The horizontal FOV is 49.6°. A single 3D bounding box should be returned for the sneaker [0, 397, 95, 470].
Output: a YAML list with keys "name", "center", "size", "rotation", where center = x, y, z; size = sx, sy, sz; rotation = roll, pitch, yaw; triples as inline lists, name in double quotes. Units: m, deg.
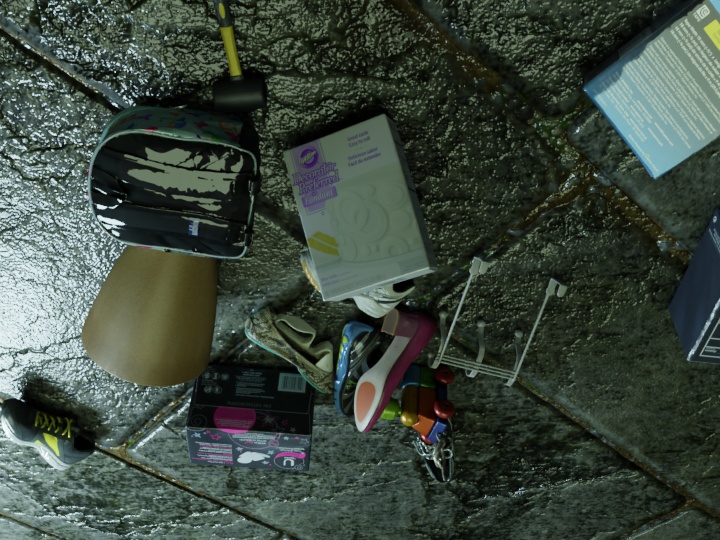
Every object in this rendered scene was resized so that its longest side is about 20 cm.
- name: "sneaker"
  center: [-0.547, 0.277, 1.376]
  size: [0.084, 0.075, 0.200]
  rotation: [-21, 137, 11]

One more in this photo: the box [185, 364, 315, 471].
- name: "box"
  center: [-0.178, 0.244, 1.294]
  size: [0.199, 0.132, 0.115]
  rotation: [5, 135, -3]

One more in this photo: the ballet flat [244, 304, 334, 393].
- name: "ballet flat"
  center: [-0.092, 0.123, 1.235]
  size: [0.075, 0.068, 0.200]
  rotation: [-39, 117, 18]

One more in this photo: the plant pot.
- name: "plant pot"
  center: [-0.275, 0.027, 1.090]
  size: [0.186, 0.187, 0.200]
  rotation: [17, 119, -14]

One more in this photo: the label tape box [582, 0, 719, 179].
- name: "label tape box"
  center: [0.381, -0.224, 0.895]
  size: [0.200, 0.063, 0.144]
  rotation: [-36, 100, 28]

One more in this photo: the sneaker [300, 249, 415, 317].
- name: "sneaker"
  center: [0.000, 0.000, 1.103]
  size: [0.088, 0.076, 0.200]
  rotation: [-34, 147, 25]

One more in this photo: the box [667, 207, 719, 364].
- name: "box"
  center: [0.576, 0.030, 1.102]
  size: [0.199, 0.123, 0.199]
  rotation: [6, 130, -2]

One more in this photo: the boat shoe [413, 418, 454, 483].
- name: "boat shoe"
  center: [0.130, 0.306, 1.385]
  size: [0.073, 0.068, 0.200]
  rotation: [-6, 130, 6]

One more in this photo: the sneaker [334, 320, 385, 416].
- name: "sneaker"
  center: [0.001, 0.168, 1.265]
  size: [0.082, 0.071, 0.200]
  rotation: [9, 128, 1]

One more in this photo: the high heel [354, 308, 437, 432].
- name: "high heel"
  center: [0.059, 0.160, 1.203]
  size: [0.096, 0.067, 0.201]
  rotation: [17, 97, -36]

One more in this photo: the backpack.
- name: "backpack"
  center: [-0.230, -0.115, 0.967]
  size: [0.199, 0.151, 0.178]
  rotation: [3, 125, -14]

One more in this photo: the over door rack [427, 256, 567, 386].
- name: "over door rack"
  center: [0.203, 0.074, 1.189]
  size: [0.147, 0.067, 0.201]
  rotation: [14, 117, -16]

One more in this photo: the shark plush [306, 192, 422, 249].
- name: "shark plush"
  center: [0.001, -0.084, 1.076]
  size: [0.083, 0.091, 0.200]
  rotation: [49, 139, -11]

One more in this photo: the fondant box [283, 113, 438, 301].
- name: "fondant box"
  center: [-0.001, -0.076, 0.982]
  size: [0.144, 0.201, 0.058]
  rotation: [-18, 172, 16]

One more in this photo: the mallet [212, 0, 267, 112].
- name: "mallet"
  center: [-0.165, -0.276, 0.906]
  size: [0.066, 0.041, 0.200]
  rotation: [-12, 126, 6]

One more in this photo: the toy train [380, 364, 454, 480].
- name: "toy train"
  center: [0.083, 0.233, 1.238]
  size: [0.115, 0.200, 0.085]
  rotation: [15, 130, -6]
